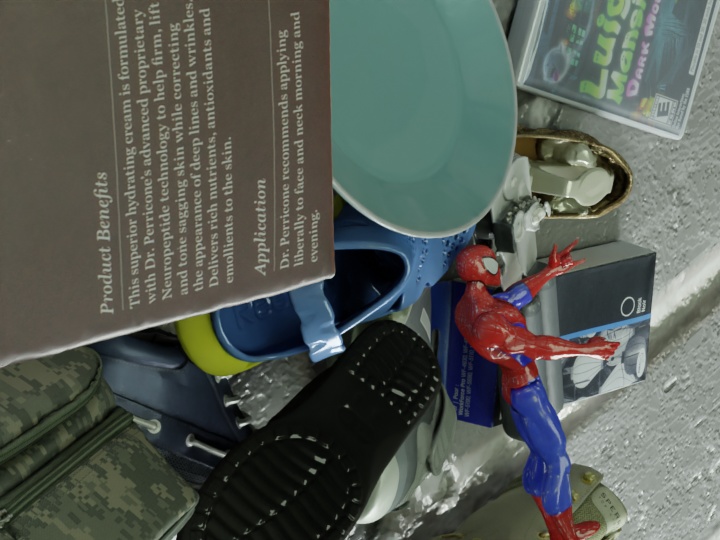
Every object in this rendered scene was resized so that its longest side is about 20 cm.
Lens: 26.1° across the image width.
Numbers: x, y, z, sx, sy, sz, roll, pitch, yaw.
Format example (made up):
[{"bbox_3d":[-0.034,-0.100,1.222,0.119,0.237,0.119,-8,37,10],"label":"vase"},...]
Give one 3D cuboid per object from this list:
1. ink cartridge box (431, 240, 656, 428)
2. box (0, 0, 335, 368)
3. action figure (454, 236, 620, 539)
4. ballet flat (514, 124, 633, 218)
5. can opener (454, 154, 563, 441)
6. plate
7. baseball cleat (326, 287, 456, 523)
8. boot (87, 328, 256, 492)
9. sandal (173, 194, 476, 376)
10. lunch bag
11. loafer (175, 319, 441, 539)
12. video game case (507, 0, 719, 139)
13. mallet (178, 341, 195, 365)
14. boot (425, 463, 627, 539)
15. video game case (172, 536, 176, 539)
[{"bbox_3d":[0.121,0.045,1.053,0.199,0.039,0.100,-12,112,-37],"label":"ink cartridge box"},{"bbox_3d":[-0.135,-0.072,0.710,0.199,0.164,0.168,-14,113,-36],"label":"box"},{"bbox_3d":[0.119,0.065,0.896,0.098,0.065,0.201,-28,106,-7],"label":"action figure"},{"bbox_3d":[0.099,-0.062,0.980,0.199,0.065,0.071,-7,110,-38],"label":"ballet flat"},{"bbox_3d":[0.091,0.016,0.960,0.053,0.066,0.201,-50,137,-43],"label":"can opener"},{"bbox_3d":[0.013,-0.113,0.828,0.199,0.025,0.202,18,65,-44],"label":"plate"},{"bbox_3d":[0.020,0.053,0.960,0.106,0.069,0.202,-6,110,-54],"label":"baseball cleat"},{"bbox_3d":[-0.082,0.089,0.869,0.199,0.072,0.091,17,90,-44],"label":"boot"},{"bbox_3d":[0.000,0.000,0.825,0.199,0.087,0.080,-33,109,-37],"label":"sandal"},{"bbox_3d":[-0.188,0.102,0.690,0.139,0.168,0.200,-40,180,21],"label":"lunch bag"},{"bbox_3d":[-0.028,0.109,0.832,0.073,0.071,0.200,47,51,3],"label":"loafer"},{"bbox_3d":[0.183,-0.202,1.035,0.181,0.023,0.202,11,97,-42],"label":"video game case"},{"bbox_3d":[-0.037,-0.024,0.870,0.066,0.041,0.201,46,61,-39],"label":"mallet"},{"bbox_3d":[0.123,0.187,0.994,0.154,0.199,0.073,-26,107,-33],"label":"boot"},{"bbox_3d":[-0.115,0.215,0.870,0.182,0.024,0.200,-44,131,9],"label":"video game case"}]
